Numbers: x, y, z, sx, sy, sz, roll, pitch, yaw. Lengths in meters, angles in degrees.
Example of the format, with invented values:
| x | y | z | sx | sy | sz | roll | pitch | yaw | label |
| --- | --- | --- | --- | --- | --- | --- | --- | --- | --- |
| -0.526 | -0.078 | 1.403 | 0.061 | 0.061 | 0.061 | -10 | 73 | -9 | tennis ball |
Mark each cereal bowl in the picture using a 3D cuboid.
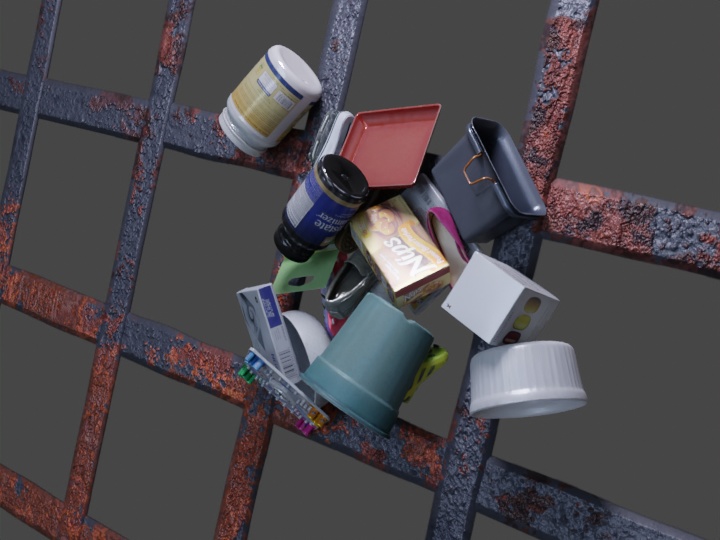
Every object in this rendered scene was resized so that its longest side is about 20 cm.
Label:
| x | y | z | sx | sy | sz | roll | pitch | yaw | label |
| --- | --- | --- | --- | --- | --- | --- | --- | --- | --- |
| -0.098 | 0.172 | 1.745 | 0.200 | 0.082 | 0.204 | 47 | 145 | 46 | cereal bowl |

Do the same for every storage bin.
| x | y | z | sx | sy | sz | roll | pitch | yaw | label |
| --- | --- | --- | --- | --- | --- | --- | --- | --- | --- |
| 0.217 | -0.149 | 1.577 | 0.134 | 0.144 | 0.203 | -38 | 67 | 34 | storage bin |

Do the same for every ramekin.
| x | y | z | sx | sy | sz | roll | pitch | yaw | label |
| --- | --- | --- | --- | --- | --- | --- | --- | --- | --- |
| 0.276 | 0.185 | 1.472 | 0.197 | 0.199 | 0.100 | -15 | 70 | 30 | ramekin |

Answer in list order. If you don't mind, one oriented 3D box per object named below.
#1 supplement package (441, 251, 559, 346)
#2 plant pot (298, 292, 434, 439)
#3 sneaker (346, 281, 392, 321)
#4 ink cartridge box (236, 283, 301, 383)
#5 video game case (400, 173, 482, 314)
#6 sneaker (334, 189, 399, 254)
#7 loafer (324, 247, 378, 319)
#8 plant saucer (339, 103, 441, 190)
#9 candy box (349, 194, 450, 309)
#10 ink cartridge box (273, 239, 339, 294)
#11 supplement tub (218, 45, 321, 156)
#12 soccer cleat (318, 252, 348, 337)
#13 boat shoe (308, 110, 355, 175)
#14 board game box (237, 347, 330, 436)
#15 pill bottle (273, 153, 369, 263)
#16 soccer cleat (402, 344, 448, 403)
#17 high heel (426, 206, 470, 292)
| x | y | z | sx | sy | sz | roll | pitch | yaw | label |
| --- | --- | --- | --- | --- | --- | --- | --- | --- | --- |
| 0.241 | 0.057 | 1.493 | 0.109 | 0.199 | 0.115 | 37 | 101 | 28 | supplement package |
| 0.023 | 0.162 | 1.572 | 0.198 | 0.200 | 0.198 | 32 | 85 | 30 | plant pot |
| 0.015 | 0.081 | 1.699 | 0.073 | 0.099 | 0.206 | -8 | 80 | 33 | sneaker |
| -0.194 | 0.132 | 1.773 | 0.199 | 0.040 | 0.204 | -12 | 96 | 67 | ink cartridge box |
| 0.115 | -0.051 | 1.692 | 0.182 | 0.023 | 0.202 | -45 | 65 | 21 | video game case |
| 0.001 | -0.132 | 1.732 | 0.089 | 0.067 | 0.202 | 31 | 85 | 45 | sneaker |
| 0.000 | 0.000 | 1.670 | 0.069 | 0.070 | 0.202 | 25 | 71 | 25 | loafer |
| 0.051 | -0.228 | 1.695 | 0.196 | 0.037 | 0.203 | 0 | 54 | 32 | plant saucer |
| 0.070 | -0.038 | 1.617 | 0.113 | 0.056 | 0.202 | -24 | 54 | -10 | candy box |
| -0.105 | -0.047 | 1.753 | 0.143 | 0.048 | 0.202 | -8 | 41 | 31 | ink cartridge box |
| -0.191 | -0.352 | 1.841 | 0.200 | 0.143 | 0.146 | -42 | 66 | 21 | supplement tub |
| -0.056 | 0.043 | 1.758 | 0.076 | 0.066 | 0.205 | -28 | 57 | 46 | soccer cleat |
| -0.071 | -0.232 | 1.807 | 0.070 | 0.072 | 0.204 | 21 | 86 | 39 | boat shoe |
| -0.155 | 0.243 | 1.713 | 0.199 | 0.200 | 0.026 | 41 | 70 | 1 | board game box |
| -0.079 | -0.111 | 1.640 | 0.201 | 0.110 | 0.113 | -49 | 62 | 34 | pill bottle |
| 0.090 | 0.207 | 1.674 | 0.197 | 0.065 | 0.085 | -28 | 101 | 23 | soccer cleat |
| 0.168 | -0.017 | 1.587 | 0.066 | 0.095 | 0.205 | -16 | 78 | 29 | high heel |
